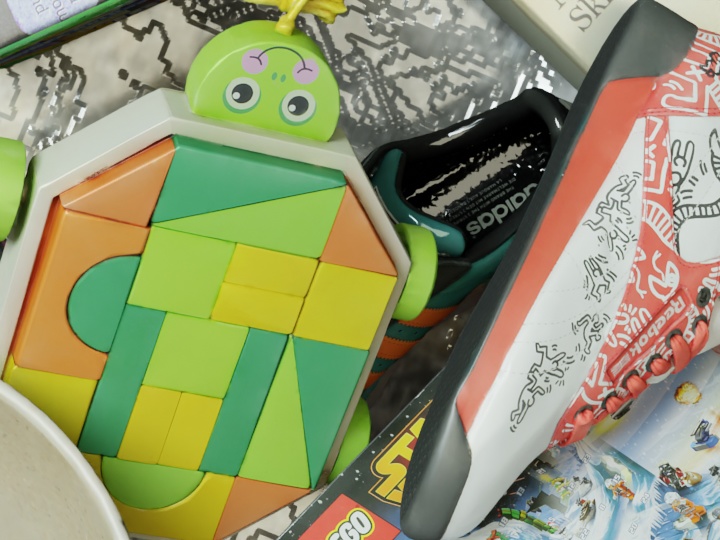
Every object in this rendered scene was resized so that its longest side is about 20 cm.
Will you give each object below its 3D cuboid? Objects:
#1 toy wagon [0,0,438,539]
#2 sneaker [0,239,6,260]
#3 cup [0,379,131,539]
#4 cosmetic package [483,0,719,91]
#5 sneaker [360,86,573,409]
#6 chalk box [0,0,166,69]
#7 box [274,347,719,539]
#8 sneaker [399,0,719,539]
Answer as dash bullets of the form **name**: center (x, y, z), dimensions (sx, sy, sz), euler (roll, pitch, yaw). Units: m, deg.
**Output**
- **toy wagon**: center (-0.052, -0.001, 0.697), dimensions (0.154, 0.040, 0.201), euler (11, 117, -21)
- **sneaker**: center (-0.202, 0.006, 0.786), dimensions (0.199, 0.076, 0.116), euler (15, 90, -16)
- **cup**: center (-0.173, 0.137, 0.667), dimensions (0.199, 0.143, 0.201), euler (6, 62, -11)
- **cosmetic package**: center (0.101, -0.119, 0.787), dimensions (0.200, 0.073, 0.104), euler (42, 91, -8)
- **sneaker**: center (0.000, 0.000, 0.780), dimensions (0.200, 0.080, 0.071), euler (-38, 67, -4)
- **chalk box**: center (-0.103, -0.141, 0.705), dimensions (0.123, 0.200, 0.125), euler (-23, 98, -1)
- **box**: center (0.084, 0.072, 0.734), dimensions (0.137, 0.040, 0.200), euler (31, 58, 27)
- **sneaker**: center (0.097, 0.017, 0.708), dimensions (0.107, 0.067, 0.202), euler (28, 72, -3)
